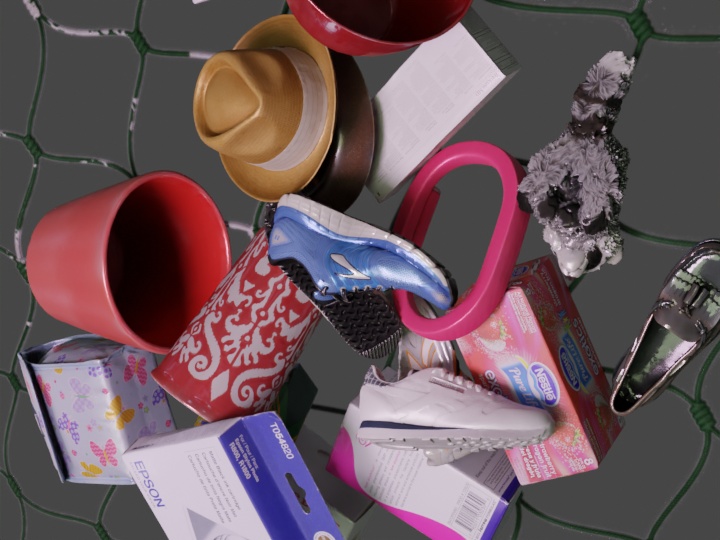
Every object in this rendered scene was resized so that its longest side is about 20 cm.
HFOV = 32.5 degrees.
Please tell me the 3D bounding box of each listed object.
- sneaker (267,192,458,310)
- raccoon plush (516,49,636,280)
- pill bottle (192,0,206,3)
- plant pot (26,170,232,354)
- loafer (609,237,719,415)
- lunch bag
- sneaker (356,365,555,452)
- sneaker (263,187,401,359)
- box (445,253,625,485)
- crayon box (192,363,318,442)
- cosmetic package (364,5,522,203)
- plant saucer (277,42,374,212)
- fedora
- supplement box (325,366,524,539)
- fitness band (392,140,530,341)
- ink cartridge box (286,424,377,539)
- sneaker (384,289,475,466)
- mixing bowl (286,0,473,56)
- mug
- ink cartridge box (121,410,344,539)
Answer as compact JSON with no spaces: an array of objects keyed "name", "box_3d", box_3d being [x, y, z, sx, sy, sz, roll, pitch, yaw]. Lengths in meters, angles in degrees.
[{"name":"sneaker","box_3d":[0.000,0.000,1.181,0.198,0.078,0.090,22,88,18]},{"name":"raccoon plush","box_3d":[0.233,-0.088,1.169,0.096,0.134,0.201,35,92,30]},{"name":"pill bottle","box_3d":[-0.162,-0.376,1.230,0.111,0.112,0.202,-10,104,32]},{"name":"plant pot","box_3d":[-0.274,-0.009,1.415,0.176,0.200,0.203,0,111,40]},{"name":"loafer","box_3d":[0.300,0.062,1.184,0.071,0.063,0.201,33,123,13]},{"name":"lunch bag","box_3d":[-0.344,0.176,1.562,0.198,0.127,0.172,-3,107,37]},{"name":"sneaker","box_3d":[0.092,0.133,1.209,0.197,0.076,0.082,1,70,16]},{"name":"sneaker","box_3d":[-0.030,0.007,1.268,0.070,0.093,0.200,-38,85,-2]},{"name":"box","box_3d":[0.178,0.100,1.247,0.095,0.100,0.202,-19,100,34]},{"name":"crayon box","box_3d":[-0.139,0.200,1.405,0.125,0.201,0.052,-12,127,32]},{"name":"cosmetic package","box_3d":[0.063,-0.163,1.230,0.083,0.051,0.200,51,126,6]},{"name":"plant saucer","box_3d":[-0.064,-0.149,1.278,0.199,0.034,0.203,15,111,44]},{"name":"fedora","box_3d":[-0.106,-0.163,1.217,0.199,0.081,0.204,-3,86,48]},{"name":"supplement box","box_3d":[0.076,0.211,1.351,0.199,0.103,0.102,30,123,14]},{"name":"fitness band","box_3d":[0.095,-0.030,1.218,0.143,0.037,0.202,11,79,43]},{"name":"ink cartridge box","box_3d":[-0.079,0.306,1.489,0.144,0.083,0.201,34,123,13]},{"name":"sneaker","box_3d":[0.061,0.110,1.288,0.091,0.076,0.201,-27,68,-4]},{"name":"mixing bowl","box_3d":[0.001,-0.278,1.152,0.201,0.200,0.108,51,152,1]},{"name":"mug","box_3d":[-0.126,0.060,1.355,0.133,0.177,0.201,34,88,-27]},{"name":"ink cartridge box","box_3d":[-0.128,0.251,1.286,0.198,0.041,0.201,-16,109,34]}]
